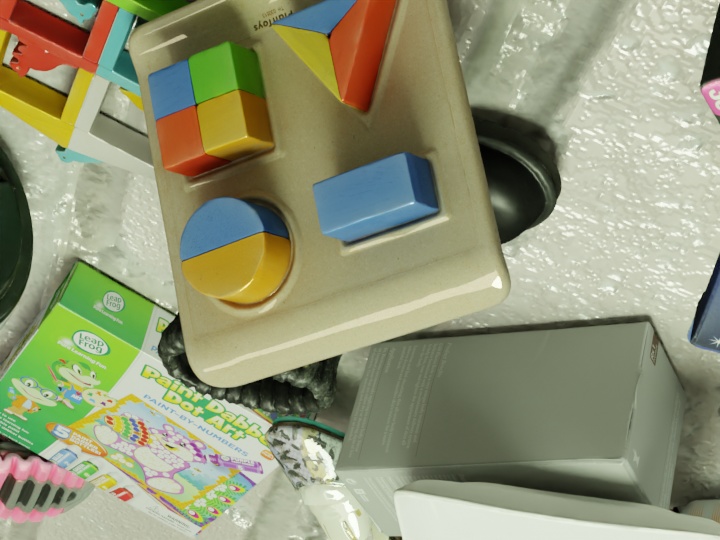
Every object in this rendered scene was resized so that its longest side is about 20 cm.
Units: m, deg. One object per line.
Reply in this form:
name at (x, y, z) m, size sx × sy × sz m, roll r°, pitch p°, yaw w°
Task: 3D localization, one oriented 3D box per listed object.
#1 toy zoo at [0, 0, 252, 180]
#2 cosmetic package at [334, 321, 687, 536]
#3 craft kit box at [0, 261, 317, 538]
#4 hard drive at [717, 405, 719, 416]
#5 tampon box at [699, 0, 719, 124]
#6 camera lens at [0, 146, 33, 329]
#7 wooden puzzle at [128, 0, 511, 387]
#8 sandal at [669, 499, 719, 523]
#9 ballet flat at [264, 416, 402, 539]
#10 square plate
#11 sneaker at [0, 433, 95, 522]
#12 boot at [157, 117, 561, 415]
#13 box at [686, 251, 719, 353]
toy zoo at (-0.148, -0.123, 0.972) m, size 0.131 × 0.021 × 0.200 m, roll 27°, pitch 141°, yaw -7°
cosmetic package at (0.095, 0.102, 1.061) m, size 0.199 × 0.107 × 0.090 m, roll -2°, pitch 140°, yaw 28°
craft kit box at (-0.159, 0.100, 1.226) m, size 0.199 × 0.049 × 0.198 m, roll 30°, pitch 138°, yaw -12°
hard drive at (0.320, 0.138, 1.007) m, size 0.199 × 0.027 × 0.132 m, roll 31°, pitch -178°, yaw -13°
tampon box at (0.275, -0.093, 0.732) m, size 0.199 × 0.127 × 0.150 m, roll -13°, pitch 131°, yaw 35°
camera lens at (-0.319, -0.014, 1.065) m, size 0.199 × 0.160 × 0.160 m, roll -13°, pitch 131°, yaw 35°
wooden puzzle at (-0.032, -0.058, 0.858) m, size 0.185 × 0.201 × 0.046 m, roll -18°, pitch 170°, yaw 25°
sandal at (0.265, 0.184, 1.114) m, size 0.206 × 0.079 × 0.059 m, roll 5°, pitch 139°, yaw 5°
ballet flat at (0.011, 0.164, 1.164) m, size 0.072 × 0.072 × 0.200 m, roll -20°, pitch 142°, yaw 39°
square plate at (0.125, 0.181, 1.044) m, size 0.197 × 0.029 × 0.200 m, roll 6°, pitch 150°, yaw 10°
sneaker at (-0.296, 0.134, 1.305) m, size 0.199 × 0.096 × 0.079 m, roll 16°, pitch 129°, yaw -33°
boot at (0.000, 0.002, 0.942) m, size 0.210 × 0.158 × 0.080 m, roll -5°, pitch 135°, yaw 30°
box at (0.219, -0.001, 0.739) m, size 0.121 × 0.032 × 0.200 m, roll 15°, pitch 143°, yaw 7°
